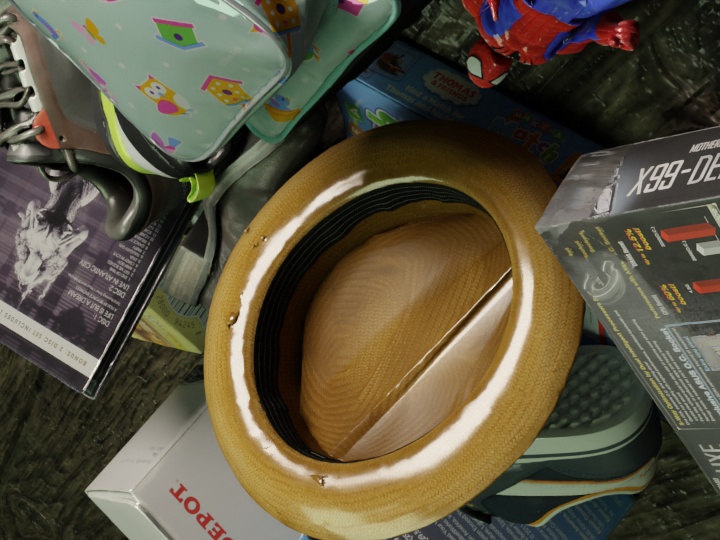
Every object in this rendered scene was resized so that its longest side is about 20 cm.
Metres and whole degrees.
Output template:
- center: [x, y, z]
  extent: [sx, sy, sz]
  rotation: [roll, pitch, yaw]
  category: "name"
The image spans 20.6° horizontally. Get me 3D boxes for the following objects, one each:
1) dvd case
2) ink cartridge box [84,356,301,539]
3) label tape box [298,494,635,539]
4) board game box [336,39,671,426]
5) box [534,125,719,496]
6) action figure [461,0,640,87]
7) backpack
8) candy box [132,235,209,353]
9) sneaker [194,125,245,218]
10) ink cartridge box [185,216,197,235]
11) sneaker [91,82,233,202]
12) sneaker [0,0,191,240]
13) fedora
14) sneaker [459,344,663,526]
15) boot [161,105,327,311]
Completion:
- center: [-0.150, -0.048, 1.095]
  extent: [0.148, 0.201, 0.016]
  rotation: [26, 176, 34]
  category: "dvd case"
- center: [-0.042, 0.110, 1.186]
  extent: [0.147, 0.200, 0.086]
  rotation: [50, 158, -17]
  category: "ink cartridge box"
- center: [0.041, 0.154, 1.123]
  extent: [0.143, 0.200, 0.066]
  rotation: [46, 160, -10]
  category: "label tape box"
- center: [0.080, -0.020, 0.955]
  extent: [0.199, 0.037, 0.152]
  rotation: [30, 155, 27]
  category: "board game box"
- center: [0.186, 0.031, 0.798]
  extent: [0.157, 0.050, 0.200]
  rotation: [-9, 126, 48]
  category: "box"
- center: [0.080, -0.111, 0.759]
  extent: [0.065, 0.052, 0.200]
  rotation: [19, 164, -11]
  category: "action figure"
- center: [-0.068, -0.156, 0.800]
  extent: [0.200, 0.153, 0.176]
  rotation: [49, 154, -2]
  category: "backpack"
- center: [-0.176, -0.032, 1.226]
  extent: [0.200, 0.055, 0.115]
  rotation: [43, 163, -24]
  category: "candy box"
- center: [-0.037, -0.011, 1.114]
  extent: [0.200, 0.077, 0.081]
  rotation: [42, 149, 1]
  category: "sneaker"
- center: [-0.125, -0.062, 1.230]
  extent: [0.199, 0.042, 0.120]
  rotation: [14, 146, 56]
  category: "ink cartridge box"
- center: [-0.087, -0.133, 0.919]
  extent: [0.083, 0.071, 0.202]
  rotation: [23, 126, 53]
  category: "sneaker"
- center: [-0.155, -0.095, 0.984]
  extent: [0.200, 0.082, 0.077]
  rotation: [49, 156, -22]
  category: "sneaker"
- center: [0.024, 0.032, 0.903]
  extent: [0.200, 0.202, 0.082]
  rotation: [27, -179, 34]
  category: "fedora"
- center: [0.051, 0.083, 0.973]
  extent: [0.198, 0.079, 0.080]
  rotation: [1, 142, 24]
  category: "sneaker"
- center: [0.000, 0.000, 1.006]
  extent: [0.173, 0.069, 0.200]
  rotation: [31, 145, -2]
  category: "boot"
